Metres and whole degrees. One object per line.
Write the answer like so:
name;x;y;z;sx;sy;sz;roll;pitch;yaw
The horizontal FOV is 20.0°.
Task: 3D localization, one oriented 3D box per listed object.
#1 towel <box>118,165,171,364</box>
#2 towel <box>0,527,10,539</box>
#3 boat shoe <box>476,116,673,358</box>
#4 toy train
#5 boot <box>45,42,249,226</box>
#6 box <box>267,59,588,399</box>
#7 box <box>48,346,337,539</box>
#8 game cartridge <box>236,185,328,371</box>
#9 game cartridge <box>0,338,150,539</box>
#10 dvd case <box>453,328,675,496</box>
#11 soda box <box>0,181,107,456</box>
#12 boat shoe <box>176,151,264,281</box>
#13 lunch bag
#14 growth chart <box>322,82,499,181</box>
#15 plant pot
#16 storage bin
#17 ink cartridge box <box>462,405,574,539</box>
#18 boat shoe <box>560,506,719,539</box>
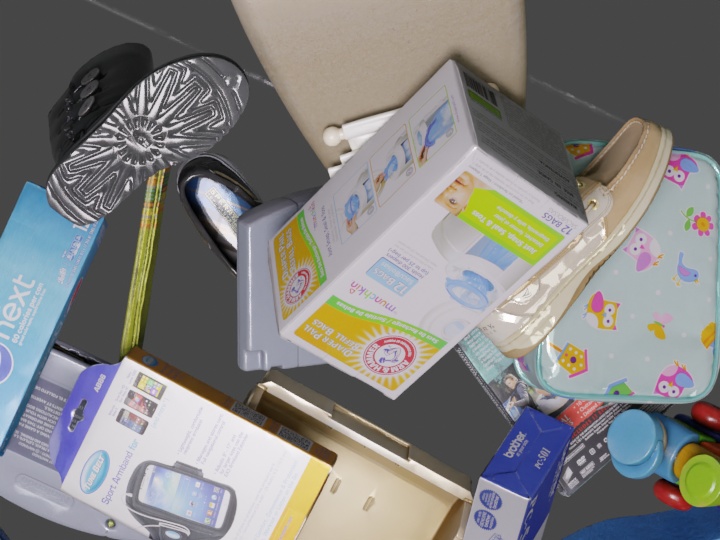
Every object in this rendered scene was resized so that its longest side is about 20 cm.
towel;-0.159;-0.015;1.560;0.018;0.086;0.201;11;103;1
towel;-0.302;0.292;1.656;0.111;0.049;0.201;-32;100;10
boat shoe;0.144;-0.035;1.438;0.069;0.074;0.200;39;81;-15
toy train;0.281;0.164;1.507;0.200;0.115;0.085;31;98;40
boot;-0.157;-0.122;1.478;0.164;0.200;0.066;-33;108;6
box;0.041;-0.025;1.392;0.112;0.102;0.200;31;119;-30
box;-0.131;0.145;1.527;0.199;0.041;0.120;29;102;3
game cartridge;0.000;0.000;1.542;0.199;0.041;0.134;-6;101;-25
game cartridge;-0.231;0.133;1.623;0.199;0.041;0.134;25;99;-3
dvd case;0.153;0.051;1.567;0.146;0.022;0.200;-39;101;-12
soda box;-0.264;0.038;1.558;0.067;0.064;0.201;24;83;-3
boat shoe;-0.069;-0.008;1.567;0.070;0.066;0.200;-36;99;10
lunch bag;0.197;0.006;1.528;0.159;0.077;0.202;3;89;-14
growth chart;0.047;-0.043;1.456;0.144;0.018;0.201;-9;132;0
plant pot;0.027;-0.174;1.470;0.198;0.200;0.178;-14;117;5
storage bin;-0.039;0.214;1.602;0.199;0.094;0.199;29;103;-3
ink cartridge box;0.107;0.209;1.553;0.044;0.094;0.201;23;129;15
boat shoe;0.239;0.235;1.600;0.199;0.084;0.069;-12;124;6
